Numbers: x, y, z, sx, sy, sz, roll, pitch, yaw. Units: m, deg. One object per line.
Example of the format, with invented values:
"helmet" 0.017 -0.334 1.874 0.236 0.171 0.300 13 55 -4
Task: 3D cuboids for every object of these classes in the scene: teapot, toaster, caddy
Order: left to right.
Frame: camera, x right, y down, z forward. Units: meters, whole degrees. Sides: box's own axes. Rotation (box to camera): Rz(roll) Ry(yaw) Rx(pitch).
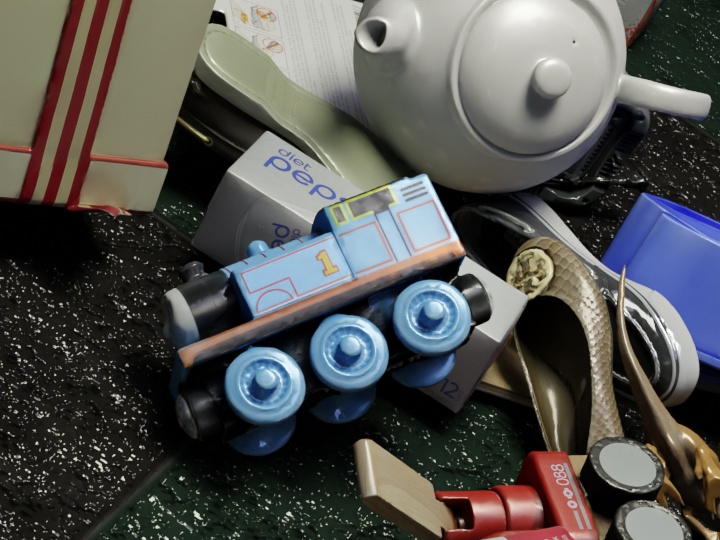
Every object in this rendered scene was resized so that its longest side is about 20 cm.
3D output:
"teapot" 0.102 -0.134 1.547 0.198 0.200 0.146 60 -13 -23
"toaster" 0.120 -0.133 1.723 0.199 0.114 0.129 16 33 -28
"caddy" 0.246 0.031 1.616 0.199 0.105 0.141 23 11 -10

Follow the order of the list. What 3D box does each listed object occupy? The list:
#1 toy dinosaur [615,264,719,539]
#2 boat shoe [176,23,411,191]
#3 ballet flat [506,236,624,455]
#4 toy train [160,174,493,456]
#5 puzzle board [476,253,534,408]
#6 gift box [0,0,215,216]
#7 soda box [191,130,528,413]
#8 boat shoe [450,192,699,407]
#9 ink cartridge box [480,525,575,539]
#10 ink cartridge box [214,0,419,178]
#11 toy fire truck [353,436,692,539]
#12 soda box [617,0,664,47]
"toy dinosaur" 0.190 0.109 1.460 0.201 0.060 0.106 61 7 -15
"boat shoe" -0.044 -0.077 1.536 0.201 0.061 0.072 39 34 -17
"ballet flat" 0.126 0.070 1.466 0.046 0.067 0.201 7 62 -42
"toy train" -0.024 0.027 1.370 0.199 0.087 0.115 -22 72 -15
"puzzle board" 0.034 0.018 1.547 0.199 0.017 0.151 19 34 -18
"gift box" -0.205 -0.128 1.395 0.184 0.187 0.200 6 25 -34
"soda box" 0.000 0.000 1.469 0.200 0.064 0.068 33 33 5
"boat shoe" 0.135 0.019 1.543 0.068 0.072 0.200 -6 45 -46
"ink cartridge box" 0.034 0.232 1.143 0.199 0.146 0.145 -4 46 -41
"ink cartridge box" -0.050 -0.133 1.657 0.173 0.044 0.200 14 37 -22
"toy fire truck" 0.086 0.169 1.307 0.199 0.129 0.176 2 42 -19
"soda box" 0.164 -0.270 1.985 0.200 0.064 0.068 35 34 7
